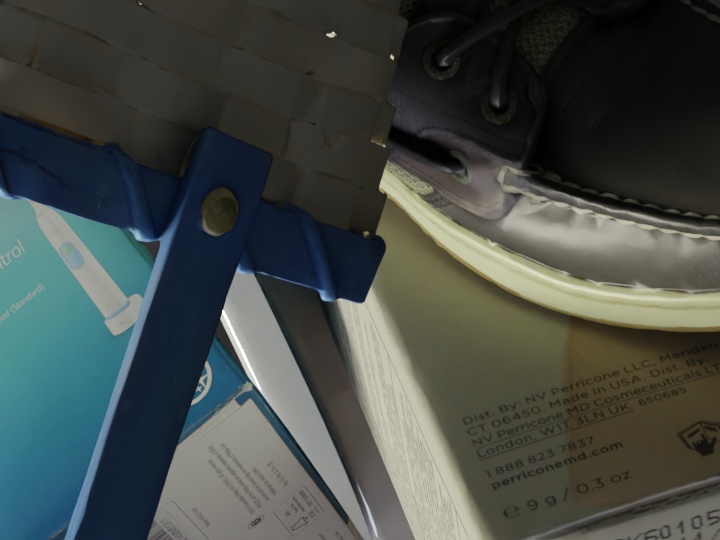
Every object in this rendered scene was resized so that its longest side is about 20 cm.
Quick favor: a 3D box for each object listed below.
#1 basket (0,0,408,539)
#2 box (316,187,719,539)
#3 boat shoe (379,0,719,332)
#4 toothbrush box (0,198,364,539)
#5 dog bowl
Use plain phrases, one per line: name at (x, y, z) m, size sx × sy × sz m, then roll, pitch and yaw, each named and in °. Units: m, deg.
basket at (-0.077, -0.021, 0.558) m, size 0.139 × 0.200 × 0.176 m, roll 24°, pitch -179°, yaw -44°
box at (0.042, 0.021, 0.648) m, size 0.200 × 0.078 × 0.095 m, roll -113°, pitch 8°, yaw -50°
boat shoe at (0.026, -0.047, 0.600) m, size 0.201 × 0.072 × 0.066 m, roll 25°, pitch 157°, yaw 40°
toothbrush box at (-0.099, 0.010, 0.764) m, size 0.200 × 0.085 × 0.146 m, roll 51°, pitch 176°, yaw 24°
dog bowl at (0.000, 0.000, 0.852) m, size 0.200 × 0.079 × 0.200 m, roll 62°, pitch 172°, yaw 15°
